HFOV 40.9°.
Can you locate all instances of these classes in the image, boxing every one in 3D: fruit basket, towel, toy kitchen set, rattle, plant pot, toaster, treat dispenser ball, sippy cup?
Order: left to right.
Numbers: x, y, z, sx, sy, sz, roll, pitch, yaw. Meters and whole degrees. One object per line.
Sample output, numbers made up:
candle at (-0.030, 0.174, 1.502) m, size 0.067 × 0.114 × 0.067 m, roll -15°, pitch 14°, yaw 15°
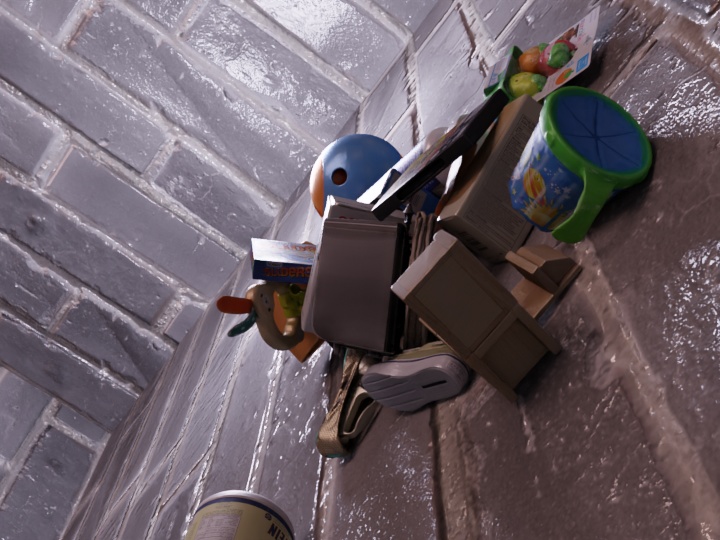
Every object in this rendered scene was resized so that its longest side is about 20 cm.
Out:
rattle at (-0.111, 0.060, 1.513) m, size 0.200 × 0.142 × 0.131 m, roll 27°, pitch -109°, yaw -62°
plant pot at (-0.089, 0.044, 1.711) m, size 0.200 × 0.140 × 0.200 m, roll -48°, pitch -5°, yaw -6°
treat dispenser ball at (0.000, -0.166, 1.891) m, size 0.201 × 0.200 × 0.201 m, roll -51°, pitch 14°, yaw 17°
toaster at (0.008, 0.019, 1.308) m, size 0.181 × 0.118 × 0.202 m, roll 58°, pitch -141°, yaw -83°
towel at (0.079, 0.034, 1.277) m, size 0.133 × 0.034 × 0.201 m, roll -77°, pitch -9°, yaw -52°
toy kitchen set at (0.124, -0.002, 1.043) m, size 0.163 × 0.180 × 0.200 m, roll -48°, pitch 24°, yaw -1°
fruit basket at (0.281, -0.316, 1.500) m, size 0.200 × 0.094 × 0.186 m, roll -39°, pitch 21°, yaw 42°
sippy cup at (0.238, -0.115, 1.099) m, size 0.178 × 0.140 × 0.131 m, roll -34°, pitch -15°, yaw -41°

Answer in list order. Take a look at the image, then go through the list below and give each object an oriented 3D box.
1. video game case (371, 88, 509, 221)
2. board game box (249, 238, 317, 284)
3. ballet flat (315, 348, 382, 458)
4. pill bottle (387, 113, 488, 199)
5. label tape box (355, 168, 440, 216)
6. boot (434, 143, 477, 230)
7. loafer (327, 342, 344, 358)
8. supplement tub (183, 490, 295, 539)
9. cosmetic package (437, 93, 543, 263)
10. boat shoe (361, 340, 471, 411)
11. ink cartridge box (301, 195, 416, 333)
video game case at (0.114, -0.163, 1.349) m, size 0.180 × 0.026 × 0.200 m, roll -38°, pitch 8°, yaw 34°
board game box at (-0.079, -0.010, 1.576) m, size 0.135 × 0.198 × 0.035 m, roll -119°, pitch 36°, yaw -72°
ballet flat at (0.000, 0.177, 1.381) m, size 0.075 × 0.068 × 0.201 m, roll -6°, pitch 52°, yaw 44°
pill bottle at (0.133, -0.164, 1.589) m, size 0.200 × 0.119 × 0.120 m, roll -41°, pitch 19°, yaw 46°
label tape box at (0.052, -0.066, 1.587) m, size 0.200 × 0.144 × 0.064 m, roll -38°, pitch 23°, yaw 54°
boot at (0.142, -0.086, 1.400) m, size 0.188 × 0.068 × 0.201 m, roll -81°, pitch 9°, yaw -89°
loafer at (0.016, 0.058, 1.584) m, size 0.200 × 0.063 × 0.072 m, roll -52°, pitch 11°, yaw 13°
supplement tub at (-0.169, 0.397, 1.227) m, size 0.145 × 0.145 × 0.200 m, roll -48°, pitch 15°, yaw 29°
cosmetic package at (0.198, -0.121, 1.289) m, size 0.201 × 0.105 × 0.071 m, roll -57°, pitch 13°, yaw -15°
boat shoe at (0.076, 0.130, 1.214) m, size 0.062 × 0.072 × 0.200 m, roll -47°, pitch 17°, yaw -32°
ink cartridge box at (0.000, 0.000, 1.463) m, size 0.084 × 0.143 × 0.201 m, roll -108°, pitch 31°, yaw -74°
